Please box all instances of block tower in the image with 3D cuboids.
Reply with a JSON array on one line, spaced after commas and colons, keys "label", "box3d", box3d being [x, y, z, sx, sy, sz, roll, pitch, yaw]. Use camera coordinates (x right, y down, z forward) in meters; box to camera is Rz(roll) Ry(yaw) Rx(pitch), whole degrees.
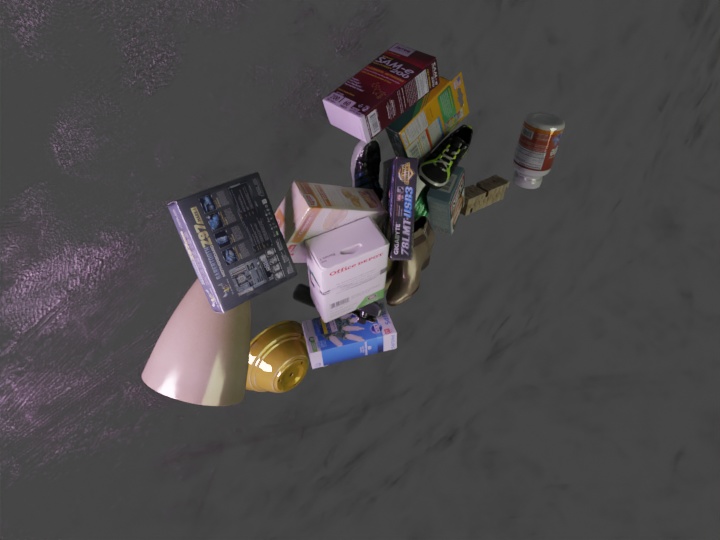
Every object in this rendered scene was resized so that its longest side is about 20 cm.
[{"label": "block tower", "box3d": [0.336, -0.212, 1.530, 0.200, 0.054, 0.058, -26, 138, -34]}]

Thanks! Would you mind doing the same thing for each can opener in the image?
[{"label": "can opener", "box3d": [-0.051, 0.070, 1.210, 0.053, 0.200, 0.067, -85, -167, -77]}]

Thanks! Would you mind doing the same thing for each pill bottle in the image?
[{"label": "pill bottle", "box3d": [0.505, -0.343, 1.564, 0.112, 0.112, 0.200, -26, 138, -35]}]

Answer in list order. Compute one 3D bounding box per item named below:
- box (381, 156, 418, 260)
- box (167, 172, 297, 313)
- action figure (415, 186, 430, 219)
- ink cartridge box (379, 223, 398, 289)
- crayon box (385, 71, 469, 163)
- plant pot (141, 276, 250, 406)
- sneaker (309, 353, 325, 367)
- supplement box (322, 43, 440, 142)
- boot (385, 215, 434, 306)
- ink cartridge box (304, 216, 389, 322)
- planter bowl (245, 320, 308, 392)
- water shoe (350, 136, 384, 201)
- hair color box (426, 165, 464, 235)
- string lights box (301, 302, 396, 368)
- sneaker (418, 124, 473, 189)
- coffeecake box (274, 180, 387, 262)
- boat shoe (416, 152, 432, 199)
[{"label": "box", "box3d": [0.076, -0.131, 1.129, 0.050, 0.199, 0.200, 1, 99, -6]}, {"label": "box", "box3d": [-0.214, -0.049, 0.930, 0.158, 0.051, 0.200, -30, 106, -34]}, {"label": "action figure", "box3d": [0.140, -0.163, 1.338, 0.118, 0.055, 0.200, 0, 116, -49]}, {"label": "ink cartridge box", "box3d": [0.000, 0.000, 1.295, 0.200, 0.075, 0.165, -34, 143, -28]}, {"label": "crayon box", "box3d": [0.150, -0.335, 1.197, 0.200, 0.052, 0.126, -46, 146, -10]}, {"label": "plant pot", "box3d": [-0.279, 0.117, 0.996, 0.187, 0.187, 0.200, 12, 95, -54]}, {"label": "sneaker", "box3d": [-0.050, 0.159, 1.379, 0.200, 0.070, 0.093, -39, 150, -16]}, {"label": "supplement box", "box3d": [0.041, -0.336, 1.015, 0.200, 0.109, 0.061, -43, 144, -17]}, {"label": "boot", "box3d": [0.112, -0.031, 1.289, 0.200, 0.070, 0.146, -52, 145, -33]}, {"label": "ink cartridge box", "box3d": [-0.027, 0.001, 1.094, 0.146, 0.084, 0.200, -22, 149, -16]}, {"label": "planter bowl", "box3d": [-0.182, 0.222, 1.266, 0.200, 0.083, 0.201, -32, 141, -30]}, {"label": "water shoe", "box3d": [0.024, -0.185, 1.154, 0.071, 0.079, 0.200, -23, 136, -37]}, {"label": "hair color box", "box3d": [0.215, -0.174, 1.347, 0.099, 0.061, 0.200, -66, 164, -12]}, {"label": "string lights box", "box3d": [-0.026, 0.148, 1.246, 0.200, 0.103, 0.059, -13, 134, -9]}, {"label": "sneaker", "box3d": [0.194, -0.264, 1.210, 0.200, 0.072, 0.083, -55, 174, -35]}, {"label": "coffeecake box", "box3d": [-0.070, -0.090, 1.075, 0.200, 0.073, 0.154, -2, 141, -43]}, {"label": "boat shoe", "box3d": [0.107, -0.198, 1.256, 0.200, 0.072, 0.069, -50, 133, -3]}]
